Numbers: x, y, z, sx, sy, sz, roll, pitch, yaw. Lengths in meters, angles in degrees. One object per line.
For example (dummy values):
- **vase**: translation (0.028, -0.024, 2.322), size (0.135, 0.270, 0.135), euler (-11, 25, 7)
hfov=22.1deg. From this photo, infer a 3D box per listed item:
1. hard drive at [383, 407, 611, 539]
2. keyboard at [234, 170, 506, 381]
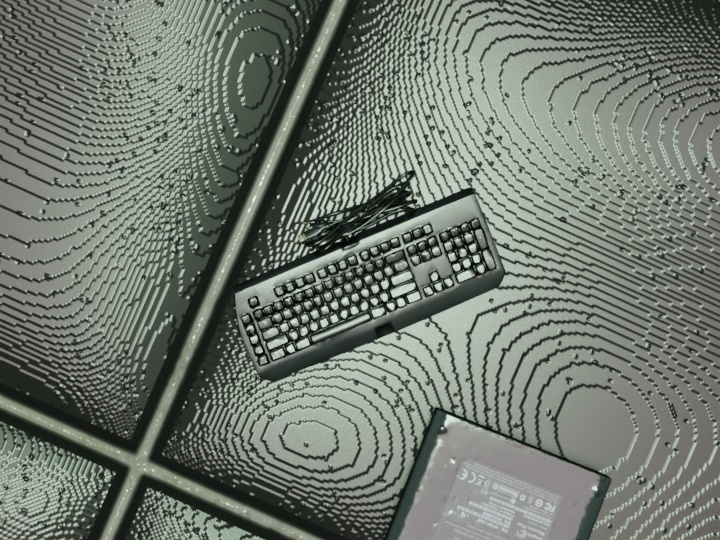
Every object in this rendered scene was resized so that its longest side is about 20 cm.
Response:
- **hard drive**: translation (0.083, 0.220, 1.349), size (0.139, 0.033, 0.201), euler (21, 90, -1)
- **keyboard**: translation (0.000, 0.000, 1.341), size (0.199, 0.040, 0.105), euler (-23, 92, -2)
